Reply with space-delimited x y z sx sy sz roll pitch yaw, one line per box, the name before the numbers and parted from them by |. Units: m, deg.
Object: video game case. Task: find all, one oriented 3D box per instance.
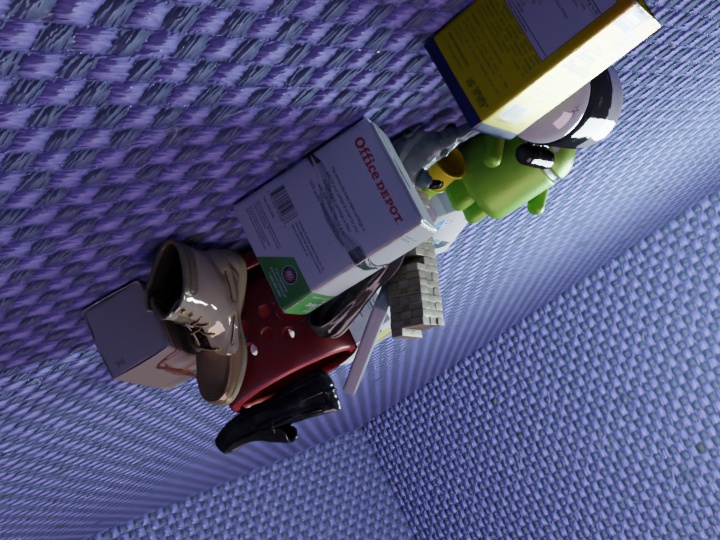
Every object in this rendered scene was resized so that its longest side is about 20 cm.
video game case | 0.030 0.054 1.324 0.201 0.022 0.183 109 3 -47

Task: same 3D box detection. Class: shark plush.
shark plush | 0.076 -0.127 1.160 0.198 0.084 0.091 -29 155 -5

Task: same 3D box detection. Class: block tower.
block tower | 0.066 -0.014 1.214 0.057 0.204 0.054 -13 166 34

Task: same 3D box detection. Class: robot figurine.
robot figurine | 0.244 -0.214 1.118 0.123 0.153 0.199 -18 173 35
robot figurine | 0.212 -0.152 1.280 0.199 0.117 0.175 -33 140 19

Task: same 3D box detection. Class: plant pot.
plant pot | -0.128 0.078 1.294 0.198 0.184 0.201 -26 166 -7

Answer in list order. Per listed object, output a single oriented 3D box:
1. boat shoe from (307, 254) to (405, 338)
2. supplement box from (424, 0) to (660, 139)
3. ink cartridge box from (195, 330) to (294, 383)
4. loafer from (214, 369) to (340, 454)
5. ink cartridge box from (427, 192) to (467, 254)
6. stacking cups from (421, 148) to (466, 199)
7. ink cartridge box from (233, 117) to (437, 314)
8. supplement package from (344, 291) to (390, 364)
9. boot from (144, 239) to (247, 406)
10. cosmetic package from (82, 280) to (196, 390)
boat shoe | 0.000 0.000 1.173 0.201 0.066 0.057 -56 158 2
supplement box | 0.186 -0.241 0.939 0.199 0.110 0.109 -35 164 27
ink cartridge box | -0.178 0.112 1.517 0.198 0.085 0.145 -29 166 3
loafer | -0.116 0.211 1.270 0.199 0.071 0.068 -32 167 16
ink cartridge box | 0.163 -0.091 1.546 0.174 0.045 0.200 -22 164 -21
stacking cups | 0.069 -0.102 1.294 0.060 0.061 0.200 -15 160 -41
ink cartridge box | -0.028 -0.061 1.083 0.198 0.148 0.083 -31 166 14
supplement package | -0.007 0.086 1.697 0.199 0.111 0.113 -38 163 33
boot | -0.204 0.068 1.134 0.071 0.204 0.154 1 175 23
cosmetic package | -0.278 0.092 1.231 0.086 0.104 0.200 -29 167 3
